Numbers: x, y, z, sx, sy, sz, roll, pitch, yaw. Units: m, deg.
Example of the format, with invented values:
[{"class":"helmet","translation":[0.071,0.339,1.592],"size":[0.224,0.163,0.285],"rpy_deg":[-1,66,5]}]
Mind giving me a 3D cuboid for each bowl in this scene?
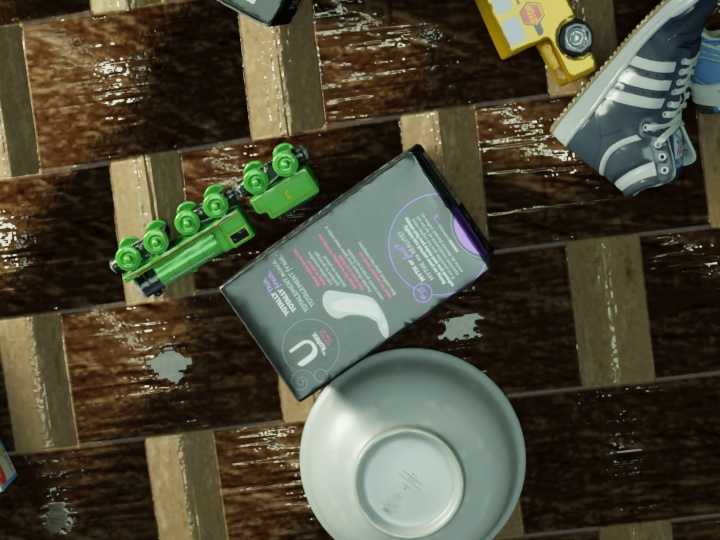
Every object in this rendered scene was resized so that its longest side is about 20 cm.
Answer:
[{"class":"bowl","translation":[0.043,0.172,1.706],"size":[0.199,0.090,0.203],"rpy_deg":[1,98,4]}]

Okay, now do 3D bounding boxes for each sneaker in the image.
[{"class":"sneaker","translation":[0.252,-0.145,1.623],"size":[0.109,0.070,0.200],"rpy_deg":[47,126,8]},{"class":"sneaker","translation":[0.358,-0.199,1.635],"size":[0.199,0.076,0.078],"rpy_deg":[-23,101,6]}]

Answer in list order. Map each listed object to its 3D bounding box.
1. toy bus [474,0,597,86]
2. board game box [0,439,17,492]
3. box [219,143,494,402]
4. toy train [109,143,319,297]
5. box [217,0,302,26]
[{"class":"toy bus","translation":[0.128,-0.246,1.650],"size":[0.078,0.065,0.201],"rpy_deg":[-24,96,8]},{"class":"board game box","translation":[-0.434,0.138,1.752],"size":[0.199,0.056,0.197],"rpy_deg":[-23,96,7]},{"class":"box","translation":[0.000,0.000,1.674],"size":[0.199,0.106,0.123],"rpy_deg":[-34,93,9]},{"class":"toy train","translation":[-0.124,-0.041,1.713],"size":[0.199,0.042,0.057],"rpy_deg":[-31,106,8]},{"class":"box","translation":[-0.056,-0.305,1.606],"size":[0.086,0.164,0.201],"rpy_deg":[28,98,-1]}]
